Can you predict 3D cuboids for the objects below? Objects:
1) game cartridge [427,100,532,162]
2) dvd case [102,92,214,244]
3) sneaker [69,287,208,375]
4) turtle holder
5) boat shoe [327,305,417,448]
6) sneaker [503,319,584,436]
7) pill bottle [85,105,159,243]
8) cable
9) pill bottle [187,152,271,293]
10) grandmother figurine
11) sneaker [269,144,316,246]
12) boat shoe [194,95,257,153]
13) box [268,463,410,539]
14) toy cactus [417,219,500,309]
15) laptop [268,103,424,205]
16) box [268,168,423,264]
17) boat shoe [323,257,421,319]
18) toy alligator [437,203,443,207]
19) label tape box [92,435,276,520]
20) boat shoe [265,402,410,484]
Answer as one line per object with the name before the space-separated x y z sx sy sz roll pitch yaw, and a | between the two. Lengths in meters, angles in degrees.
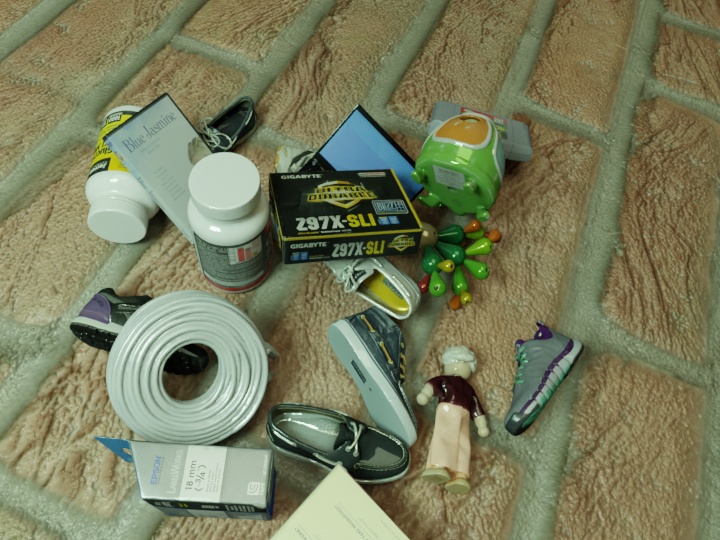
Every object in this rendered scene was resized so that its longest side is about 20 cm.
game cartridge | 0.227 -0.263 1.055 0.196 0.041 0.134 16 40 2
dvd case | -0.284 -0.161 0.875 0.201 0.017 0.144 53 45 -22
sneaker | -0.297 0.076 0.785 0.196 0.076 0.089 18 52 3
turtle holder | 0.171 -0.157 0.877 0.140 0.185 0.134 9 69 50
boat shoe | 0.040 0.142 0.791 0.090 0.071 0.202 -22 71 -33
sneaker | 0.246 0.154 0.820 0.087 0.075 0.199 34 49 25
pill bottle | -0.368 -0.151 0.885 0.110 0.113 0.204 1 59 -7
cable | -0.215 0.129 0.710 0.200 0.069 0.201 -45 114 -14
pill bottle | -0.187 -0.064 0.806 0.113 0.201 0.118 3 58 -6
grandmother figurine | 0.128 0.194 0.781 0.120 0.060 0.203 35 51 -25
sneaker | -0.105 -0.130 0.931 0.086 0.076 0.204 5 59 -4
boat shoe | -0.251 -0.231 0.979 0.074 0.062 0.200 35 61 12
box | -0.034 0.366 0.631 0.175 0.097 0.199 40 61 16
toy cactus | 0.133 -0.031 0.896 0.163 0.103 0.201 31 55 15
laptop | -0.012 -0.126 0.891 0.177 0.103 0.201 43 52 -8
box | -0.027 -0.084 0.805 0.195 0.050 0.161 -4 44 -14
boat shoe | -0.002 0.004 0.816 0.201 0.075 0.086 40 21 2
toy alligator | 0.201 -0.188 1.019 0.059 0.055 0.200 38 62 15
label tape box | -0.200 0.247 0.652 0.195 0.145 0.065 5 60 -4
boat shoe | -0.030 0.222 0.724 0.195 0.061 0.077 8 50 4
